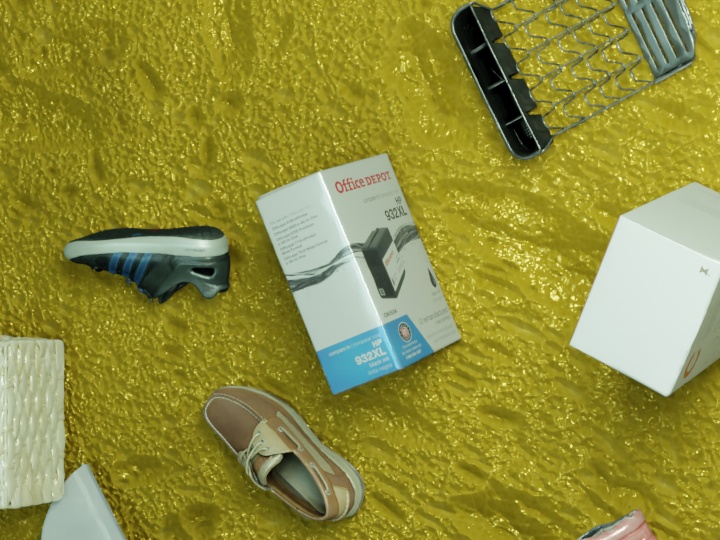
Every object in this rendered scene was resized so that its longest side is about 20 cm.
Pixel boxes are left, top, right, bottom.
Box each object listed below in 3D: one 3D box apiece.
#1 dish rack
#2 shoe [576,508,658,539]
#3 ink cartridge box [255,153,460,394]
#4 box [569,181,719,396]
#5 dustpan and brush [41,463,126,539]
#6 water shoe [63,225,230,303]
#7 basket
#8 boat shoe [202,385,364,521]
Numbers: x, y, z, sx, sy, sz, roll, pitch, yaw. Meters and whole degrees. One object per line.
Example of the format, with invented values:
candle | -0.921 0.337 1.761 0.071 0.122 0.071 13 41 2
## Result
dish rack | 0.197 -0.209 1.579 0.199 0.054 0.154 -28 87 30
shoe | 0.209 0.307 1.673 0.200 0.071 0.091 -33 82 25
ink cartridge box | 0.000 0.000 1.677 0.083 0.145 0.201 -23 89 30
box | 0.276 0.011 1.496 0.097 0.200 0.125 27 112 21
dustpan and brush | -0.331 0.326 1.988 0.200 0.057 0.140 -40 69 23
water shoe | -0.229 -0.002 1.847 0.199 0.071 0.079 -1 102 29
basket | -0.406 0.167 1.930 0.123 0.135 0.201 0 89 23
boat shoe | -0.087 0.189 1.807 0.200 0.072 0.076 33 114 19
